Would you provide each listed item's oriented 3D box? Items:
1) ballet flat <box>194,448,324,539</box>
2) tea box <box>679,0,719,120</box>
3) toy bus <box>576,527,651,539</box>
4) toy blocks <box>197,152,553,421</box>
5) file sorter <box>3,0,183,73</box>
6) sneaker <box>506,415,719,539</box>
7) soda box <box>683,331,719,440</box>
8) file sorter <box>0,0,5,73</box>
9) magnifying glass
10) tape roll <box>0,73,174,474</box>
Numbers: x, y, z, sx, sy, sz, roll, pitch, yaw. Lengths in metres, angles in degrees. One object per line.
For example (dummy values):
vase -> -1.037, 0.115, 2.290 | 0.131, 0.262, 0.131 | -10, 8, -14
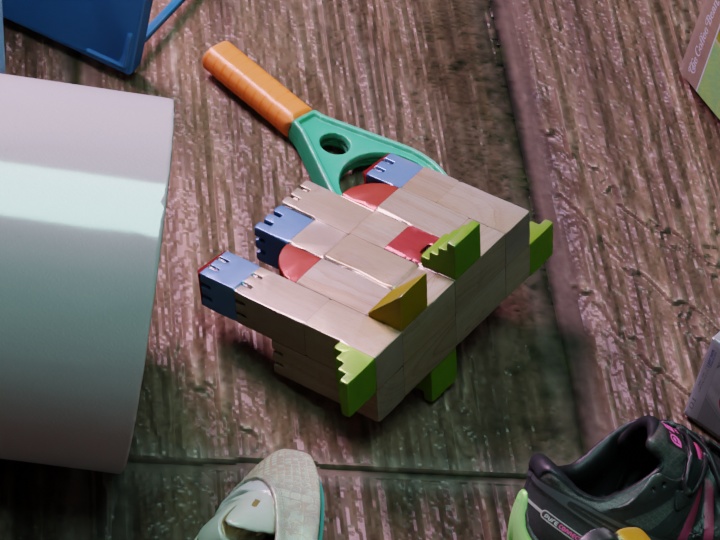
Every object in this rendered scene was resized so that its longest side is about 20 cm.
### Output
ballet flat -> -0.057, 0.158, 1.293 | 0.062, 0.067, 0.200 | 33, 36, -27
tea box -> 0.353, -0.136, 1.666 | 0.200, 0.134, 0.197 | -14, 49, -27
toy bus -> 0.073, 0.198, 1.284 | 0.200, 0.078, 0.065 | -17, 50, -29
toy blocks -> 0.000, 0.000, 1.473 | 0.137, 0.100, 0.200 | 25, 48, 29
file sorter -> -0.196, -0.248, 1.625 | 0.200, 0.139, 0.123 | 25, 43, 10
sneaker -> 0.176, 0.119, 1.381 | 0.200, 0.084, 0.077 | -8, 20, -24
soda box -> 0.279, 0.034, 1.518 | 0.063, 0.068, 0.200 | 36, 48, 22
file sorter -> -0.320, -0.167, 1.490 | 0.200, 0.139, 0.123 | -11, 26, -24
magnifying glass -> -0.022, -0.081, 1.591 | 0.200, 0.022, 0.080 | 39, 48, 25
tape roll -> -0.179, -0.001, 1.336 | 0.139, 0.203, 0.203 | 7, 43, -8
